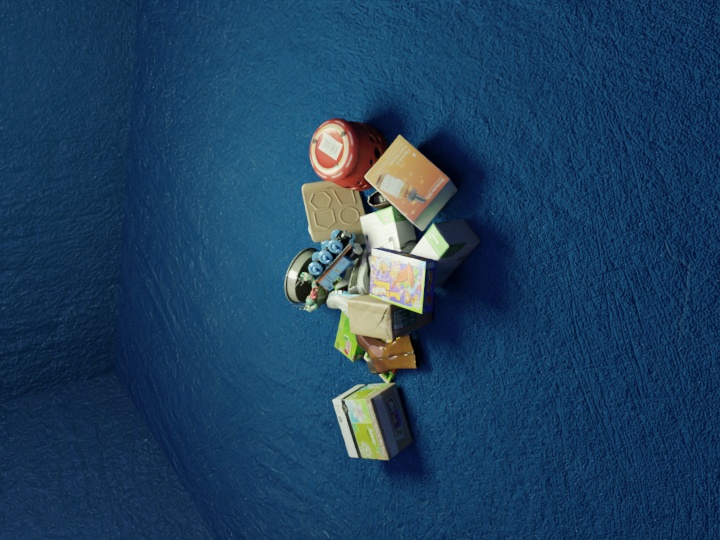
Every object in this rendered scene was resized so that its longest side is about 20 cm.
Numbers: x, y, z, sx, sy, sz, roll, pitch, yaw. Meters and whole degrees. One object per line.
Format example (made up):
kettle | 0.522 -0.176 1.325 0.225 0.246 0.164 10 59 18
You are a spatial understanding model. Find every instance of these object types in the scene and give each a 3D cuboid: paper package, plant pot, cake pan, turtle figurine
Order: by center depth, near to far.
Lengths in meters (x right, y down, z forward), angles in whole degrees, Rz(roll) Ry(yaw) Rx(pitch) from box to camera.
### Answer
paper package | 0.087 0.119 1.595 0.188 0.198 0.106 3 102 45
plant pot | -0.042 -0.347 1.619 0.197 0.181 0.205 3 95 35
turtle figurine | -0.148 0.076 1.822 0.099 0.199 0.153 18 118 24
cake pan | -0.182 0.023 1.860 0.036 0.199 0.204 21 113 30

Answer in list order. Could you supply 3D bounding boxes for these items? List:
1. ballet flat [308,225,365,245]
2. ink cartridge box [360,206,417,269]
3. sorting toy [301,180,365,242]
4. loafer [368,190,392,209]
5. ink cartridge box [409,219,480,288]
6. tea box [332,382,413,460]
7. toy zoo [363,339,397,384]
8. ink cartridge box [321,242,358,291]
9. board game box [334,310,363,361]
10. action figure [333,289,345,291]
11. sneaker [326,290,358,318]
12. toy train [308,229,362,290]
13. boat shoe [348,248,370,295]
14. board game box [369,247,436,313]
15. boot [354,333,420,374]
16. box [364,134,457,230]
ballet flat | -0.071 -0.112 1.724 0.069 0.196 0.071 -169 90 -85
ink cartridge box | 0.091 -0.079 1.620 0.145 0.083 0.204 -13 88 47
sorting toy | -0.081 -0.192 1.709 0.037 0.181 0.204 102 156 -66
loafer | 0.097 -0.231 1.601 0.199 0.070 0.074 -33 75 43
ink cartridge box | 0.208 -0.036 1.473 0.085 0.144 0.201 56 132 23
tea box | 0.038 0.488 1.760 0.195 0.132 0.204 -17 92 46
toy zoo | 0.087 0.250 1.750 0.131 0.020 0.203 43 127 32
ink cartridge box | -0.065 -0.046 1.779 0.059 0.102 0.204 122 129 -78
board game box | -0.023 0.192 1.834 0.101 0.047 0.204 32 120 38
action figure | -0.072 -0.001 1.832 0.051 0.064 0.205 -5 93 63
sneaker | -0.042 0.114 1.730 0.198 0.075 0.088 -10 54 43
toy train | -0.075 -0.036 1.651 0.113 0.087 0.200 35 122 -16
boat shoe | 0.000 0.000 1.673 0.062 0.201 0.072 -12 122 20
board game box | 0.110 0.022 1.451 0.198 0.044 0.138 16 108 46
boot | 0.080 0.228 1.689 0.198 0.068 0.192 -22 82 45
box | 0.139 -0.238 1.477 0.200 0.106 0.153 45 99 21
